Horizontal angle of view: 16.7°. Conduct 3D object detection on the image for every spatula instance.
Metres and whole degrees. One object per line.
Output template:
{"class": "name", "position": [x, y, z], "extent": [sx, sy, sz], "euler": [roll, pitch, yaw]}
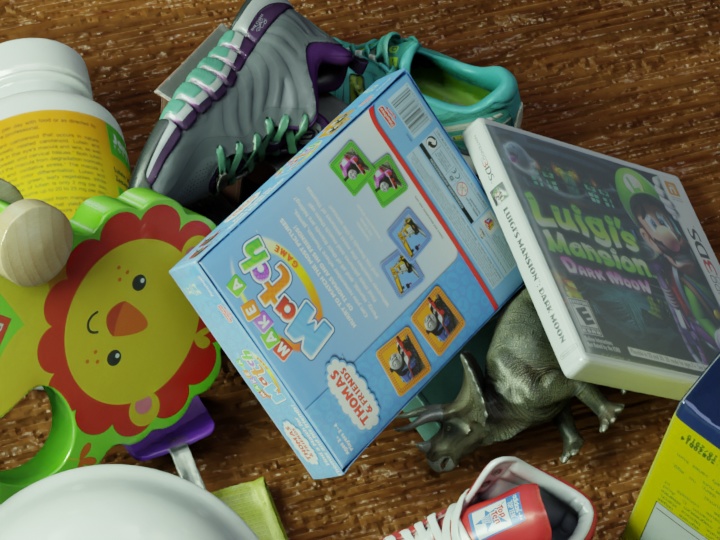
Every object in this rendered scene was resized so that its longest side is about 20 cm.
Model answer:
{"class": "spatula", "position": [-0.091, 0.135, 1.425], "extent": [0.056, 0.021, 0.200], "euler": [-21, 49, -14]}

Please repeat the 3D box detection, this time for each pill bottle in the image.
{"class": "pill bottle", "position": [-0.192, -0.039, 1.500], "extent": [0.110, 0.111, 0.201], "euler": [-7, 58, -12]}

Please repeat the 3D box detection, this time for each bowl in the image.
{"class": "bowl", "position": [-0.133, 0.204, 1.308], "extent": [0.199, 0.090, 0.203], "euler": [0, 85, -3]}

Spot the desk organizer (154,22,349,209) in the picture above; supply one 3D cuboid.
{"class": "desk organizer", "position": [-0.032, -0.062, 1.559], "extent": [0.199, 0.077, 0.072], "euler": [33, 59, 14]}

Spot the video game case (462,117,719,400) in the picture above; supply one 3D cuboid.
{"class": "video game case", "position": [0.164, -0.001, 1.513], "extent": [0.199, 0.023, 0.183], "euler": [12, 45, -44]}

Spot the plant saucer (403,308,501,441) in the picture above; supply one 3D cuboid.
{"class": "plant saucer", "position": [0.111, 0.045, 1.545], "extent": [0.199, 0.019, 0.070], "euler": [-27, 64, -22]}

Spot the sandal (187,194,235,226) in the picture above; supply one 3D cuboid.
{"class": "sandal", "position": [-0.081, 0.018, 1.511], "extent": [0.201, 0.048, 0.075], "euler": [52, 29, 13]}

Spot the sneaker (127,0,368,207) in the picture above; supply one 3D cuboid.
{"class": "sneaker", "position": [-0.067, -0.087, 1.481], "extent": [0.087, 0.075, 0.201], "euler": [29, 56, 4]}

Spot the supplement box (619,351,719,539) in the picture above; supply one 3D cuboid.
{"class": "supplement box", "position": [0.231, 0.121, 1.399], "extent": [0.109, 0.201, 0.110], "euler": [36, 58, 15]}

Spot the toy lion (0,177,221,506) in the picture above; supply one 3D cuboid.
{"class": "toy lion", "position": [-0.162, 0.045, 1.381], "extent": [0.068, 0.191, 0.201], "euler": [24, 89, 47]}

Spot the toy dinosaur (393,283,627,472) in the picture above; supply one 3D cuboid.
{"class": "toy dinosaur", "position": [0.117, 0.047, 1.489], "extent": [0.102, 0.077, 0.200], "euler": [38, 64, -3]}

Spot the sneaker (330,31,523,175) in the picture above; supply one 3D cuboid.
{"class": "sneaker", "position": [0.011, -0.129, 1.609], "extent": [0.198, 0.080, 0.078], "euler": [14, 56, 2]}

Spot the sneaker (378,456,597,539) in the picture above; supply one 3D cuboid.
{"class": "sneaker", "position": [0.041, 0.165, 1.386], "extent": [0.198, 0.113, 0.072], "euler": [-11, 62, -22]}

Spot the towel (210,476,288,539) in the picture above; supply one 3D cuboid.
{"class": "towel", "position": [-0.061, 0.214, 1.407], "extent": [0.085, 0.018, 0.201], "euler": [-13, 59, -17]}

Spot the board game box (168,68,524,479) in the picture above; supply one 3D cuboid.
{"class": "board game box", "position": [0.000, 0.000, 1.438], "extent": [0.200, 0.036, 0.152], "euler": [-44, 107, -34]}
